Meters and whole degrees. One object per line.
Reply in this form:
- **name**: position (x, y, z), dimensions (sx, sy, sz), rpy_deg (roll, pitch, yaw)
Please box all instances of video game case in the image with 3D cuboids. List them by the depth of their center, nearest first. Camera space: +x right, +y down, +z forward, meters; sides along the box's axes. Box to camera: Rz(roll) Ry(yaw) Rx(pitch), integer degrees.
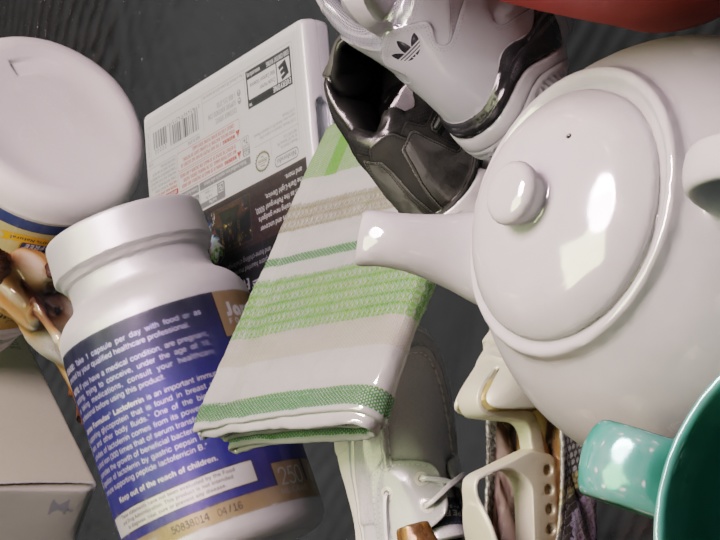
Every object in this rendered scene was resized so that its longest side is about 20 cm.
- **video game case**: position (-0.070, -0.032, 1.369), dimensions (0.200, 0.023, 0.184), rpy_deg (-23, 68, 54)

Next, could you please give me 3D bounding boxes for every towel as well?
- **towel**: position (0.000, 0.000, 1.169), dimensions (0.149, 0.031, 0.201), rpy_deg (-9, 50, 50)

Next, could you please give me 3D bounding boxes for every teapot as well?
- **teapot**: position (0.116, -0.015, 0.931), dimensions (0.201, 0.145, 0.198), rpy_deg (-54, 39, 22)

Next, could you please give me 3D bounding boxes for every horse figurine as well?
- **horse figurine**: position (-0.186, 0.041, 1.446), dimensions (0.050, 0.200, 0.132), rpy_deg (-43, 35, -11)

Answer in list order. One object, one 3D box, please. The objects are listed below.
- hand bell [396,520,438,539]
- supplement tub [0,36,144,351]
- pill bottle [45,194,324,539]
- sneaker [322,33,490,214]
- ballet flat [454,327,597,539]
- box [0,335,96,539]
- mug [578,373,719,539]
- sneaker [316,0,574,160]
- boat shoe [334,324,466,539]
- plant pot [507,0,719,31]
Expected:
- **hand bell**: position (0.052, 0.213, 1.049), dimensions (0.104, 0.103, 0.202), rpy_deg (-30, 73, 53)
- **supplement tub**: position (-0.243, -0.043, 1.528), dimensions (0.200, 0.143, 0.145), rpy_deg (-50, 48, 44)
- **pill bottle**: position (-0.104, 0.067, 1.293), dimensions (0.116, 0.115, 0.201), rpy_deg (-34, 73, 52)
- **sneaker**: position (0.022, -0.102, 1.126), dimensions (0.066, 0.090, 0.201), rpy_deg (-31, 37, 23)
- **ballet flat**: position (0.078, 0.082, 1.082), dimensions (0.072, 0.072, 0.202), rpy_deg (-10, 79, 57)
- **box**: position (-0.282, 0.132, 1.609), dimensions (0.200, 0.108, 0.129), rpy_deg (56, 132, 44)
- **mug**: position (0.188, 0.091, 0.834), dimensions (0.152, 0.114, 0.185), rpy_deg (-46, 57, 14)
- **sneaker**: position (0.041, -0.147, 1.063), dimensions (0.075, 0.115, 0.201), rpy_deg (-39, 26, 33)
- **boat shoe**: position (0.030, 0.126, 1.154), dimensions (0.068, 0.072, 0.202), rpy_deg (4, 91, 55)
- **plant pot**: position (0.089, -0.193, 0.940), dimensions (0.199, 0.177, 0.202), rpy_deg (-15, 67, 39)
